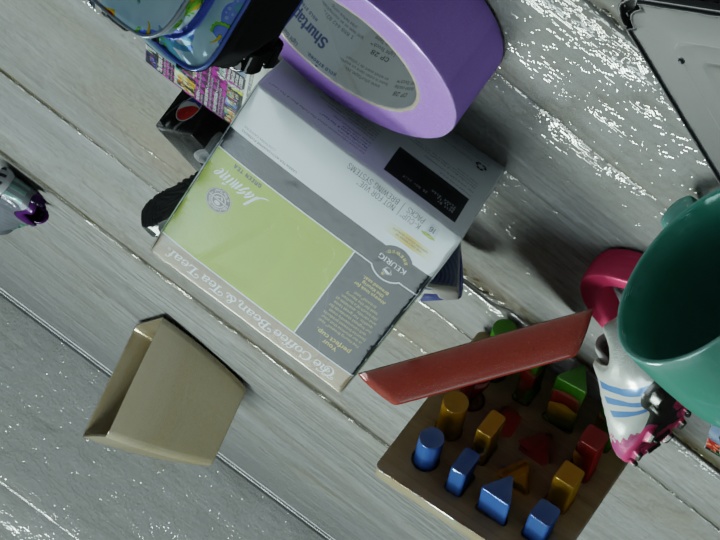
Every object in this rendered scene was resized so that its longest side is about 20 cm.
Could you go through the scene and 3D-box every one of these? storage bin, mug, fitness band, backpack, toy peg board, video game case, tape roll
[{"bbox_3d":[0.245,-0.106,0.992,0.135,0.094,0.200,19,156,46],"label":"storage bin"},{"bbox_3d":[0.269,0.020,1.243,0.114,0.185,0.152,40,140,-23],"label":"mug"},{"bbox_3d":[0.266,0.044,1.487,0.200,0.037,0.144,19,154,45],"label":"fitness band"},{"bbox_3d":[-0.124,-0.246,1.191,0.200,0.183,0.147,38,-163,18],"label":"backpack"},{"bbox_3d":[0.153,0.159,1.787,0.200,0.199,0.098,32,148,15],"label":"toy peg board"},{"bbox_3d":[-0.109,-0.180,1.627,0.181,0.036,0.200,35,164,3],"label":"video game case"},{"bbox_3d":[0.003,-0.184,1.328,0.200,0.066,0.200,34,165,11],"label":"tape roll"}]

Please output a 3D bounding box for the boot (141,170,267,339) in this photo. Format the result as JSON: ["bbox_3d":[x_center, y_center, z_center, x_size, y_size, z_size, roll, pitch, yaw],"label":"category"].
[{"bbox_3d":[-0.089,-0.022,1.779,0.165,0.066,0.200,-19,131,33],"label":"boot"}]

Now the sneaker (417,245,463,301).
[{"bbox_3d":[-0.001,0.000,1.728,0.199,0.081,0.115,6,152,6],"label":"sneaker"}]

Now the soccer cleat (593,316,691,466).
[{"bbox_3d":[0.231,0.094,1.536,0.086,0.070,0.200,49,165,21],"label":"soccer cleat"}]

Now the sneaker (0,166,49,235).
[{"bbox_3d":[-0.495,-0.079,2.669,0.087,0.075,0.200,31,163,1],"label":"sneaker"}]

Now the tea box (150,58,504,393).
[{"bbox_3d":[-0.027,-0.048,1.494,0.200,0.134,0.197,37,123,-1],"label":"tea box"}]

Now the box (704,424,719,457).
[{"bbox_3d":[0.391,0.167,1.560,0.200,0.040,0.137,31,162,17],"label":"box"}]

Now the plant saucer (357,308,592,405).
[{"bbox_3d":[0.102,0.078,1.588,0.200,0.199,0.037,36,-141,-87],"label":"plant saucer"}]

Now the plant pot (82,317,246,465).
[{"bbox_3d":[-0.296,0.207,2.870,0.177,0.200,0.200,29,166,-15],"label":"plant pot"}]

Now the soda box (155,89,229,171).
[{"bbox_3d":[-0.109,-0.098,1.813,0.071,0.063,0.200,17,156,49],"label":"soda box"}]
